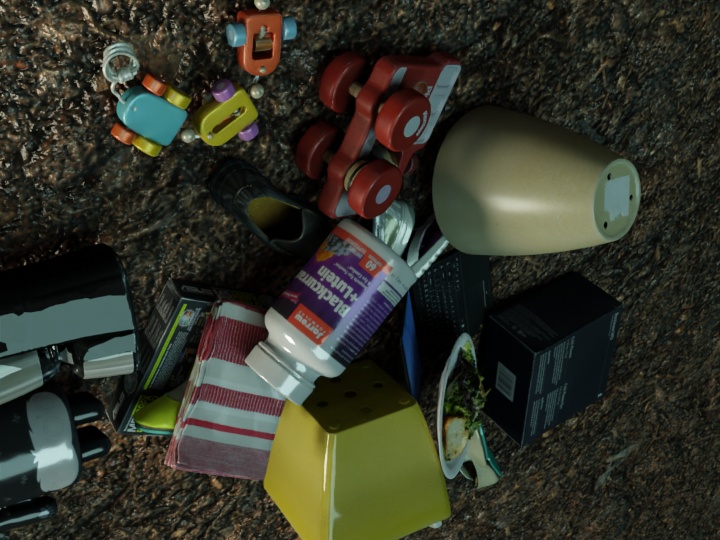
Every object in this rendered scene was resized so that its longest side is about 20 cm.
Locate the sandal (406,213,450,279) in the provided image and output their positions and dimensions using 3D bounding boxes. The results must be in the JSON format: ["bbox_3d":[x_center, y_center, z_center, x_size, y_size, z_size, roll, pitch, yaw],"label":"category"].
[{"bbox_3d":[0.075,-0.031,1.230,0.050,0.082,0.203,41,87,-4],"label":"sandal"}]

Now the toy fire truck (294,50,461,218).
[{"bbox_3d":[0.030,-0.151,1.079,0.168,0.112,0.201,-13,133,-51],"label":"toy fire truck"}]

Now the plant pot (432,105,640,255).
[{"bbox_3d":[0.220,-0.097,1.136,0.187,0.200,0.188,-11,106,-40],"label":"plant pot"}]

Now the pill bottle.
[{"bbox_3d":[-0.038,0.050,1.092,0.200,0.111,0.111,-52,137,-5],"label":"pill bottle"}]

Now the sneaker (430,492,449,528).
[{"bbox_3d":[0.089,0.335,1.533,0.082,0.077,0.200,-57,142,-24],"label":"sneaker"}]

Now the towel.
[{"bbox_3d":[-0.138,0.141,1.117,0.144,0.023,0.201,20,84,-45],"label":"towel"}]

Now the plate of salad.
[{"bbox_3d":[0.144,0.186,1.318,0.200,0.048,0.201,4,90,-70],"label":"plate of salad"}]

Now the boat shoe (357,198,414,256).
[{"bbox_3d":[0.001,0.000,1.195,0.065,0.074,0.203,12,111,-34],"label":"boat shoe"}]

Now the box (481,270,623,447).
[{"bbox_3d":[0.286,0.134,1.460,0.182,0.104,0.201,-23,134,-27],"label":"box"}]

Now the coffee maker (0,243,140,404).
[{"bbox_3d":[-0.330,0.038,0.944,0.199,0.135,0.193,-17,130,-25],"label":"coffee maker"}]

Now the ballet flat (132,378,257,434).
[{"bbox_3d":[-0.178,0.158,1.141,0.200,0.067,0.067,11,95,-43],"label":"ballet flat"}]

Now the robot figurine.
[{"bbox_3d":[-0.378,0.189,1.039,0.199,0.151,0.125,-13,151,-27],"label":"robot figurine"}]

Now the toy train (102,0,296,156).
[{"bbox_3d":[-0.161,-0.194,0.942,0.199,0.056,0.151,-19,131,-27],"label":"toy train"}]

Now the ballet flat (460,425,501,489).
[{"bbox_3d":[0.182,0.297,1.561,0.069,0.069,0.200,-34,137,-8],"label":"ballet flat"}]

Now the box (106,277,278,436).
[{"bbox_3d":[-0.195,0.112,1.162,0.160,0.044,0.200,11,116,-39],"label":"box"}]

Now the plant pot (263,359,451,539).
[{"bbox_3d":[-0.010,0.240,1.295,0.199,0.200,0.177,-15,120,-25],"label":"plant pot"}]

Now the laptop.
[{"bbox_3d":[0.123,0.083,1.319,0.199,0.103,0.178,-26,135,-16],"label":"laptop"}]

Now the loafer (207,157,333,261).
[{"bbox_3d":[-0.087,-0.051,1.088,0.073,0.072,0.200,-52,136,9],"label":"loafer"}]
